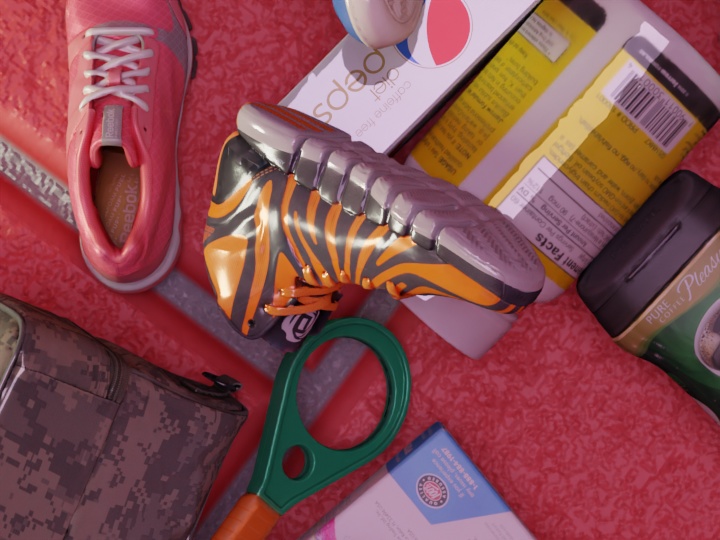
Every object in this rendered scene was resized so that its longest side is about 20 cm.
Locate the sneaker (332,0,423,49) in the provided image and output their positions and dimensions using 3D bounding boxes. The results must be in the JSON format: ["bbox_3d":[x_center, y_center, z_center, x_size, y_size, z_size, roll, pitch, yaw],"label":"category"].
[{"bbox_3d":[-0.033,-0.189,1.062,0.111,0.077,0.201,-18,58,19],"label":"sneaker"}]

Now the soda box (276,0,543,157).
[{"bbox_3d":[0.018,-0.108,1.095,0.200,0.068,0.064,-44,88,-1],"label":"soda box"}]

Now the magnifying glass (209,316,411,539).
[{"bbox_3d":[-0.042,0.112,1.081,0.080,0.022,0.200,44,68,-23],"label":"magnifying glass"}]

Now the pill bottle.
[{"bbox_3d":[0.095,-0.057,1.066,0.114,0.114,0.200,42,97,1],"label":"pill bottle"}]

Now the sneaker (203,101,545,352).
[{"bbox_3d":[0.000,0.000,1.009,0.200,0.077,0.113,31,107,34],"label":"sneaker"}]

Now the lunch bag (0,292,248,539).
[{"bbox_3d":[-0.163,0.129,1.058,0.167,0.139,0.201,23,88,-27],"label":"lunch bag"}]

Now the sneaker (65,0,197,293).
[{"bbox_3d":[-0.128,-0.089,1.087,0.073,0.087,0.202,-3,89,0],"label":"sneaker"}]

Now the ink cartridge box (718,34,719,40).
[{"bbox_3d":[0.305,-0.129,1.054,0.199,0.144,0.084,-19,88,0],"label":"ink cartridge box"}]

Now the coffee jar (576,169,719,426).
[{"bbox_3d":[0.217,0.041,1.081,0.200,0.085,0.104,43,97,1],"label":"coffee jar"}]

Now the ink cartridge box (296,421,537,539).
[{"bbox_3d":[0.004,0.192,1.089,0.200,0.068,0.115,-40,90,-1],"label":"ink cartridge box"}]
